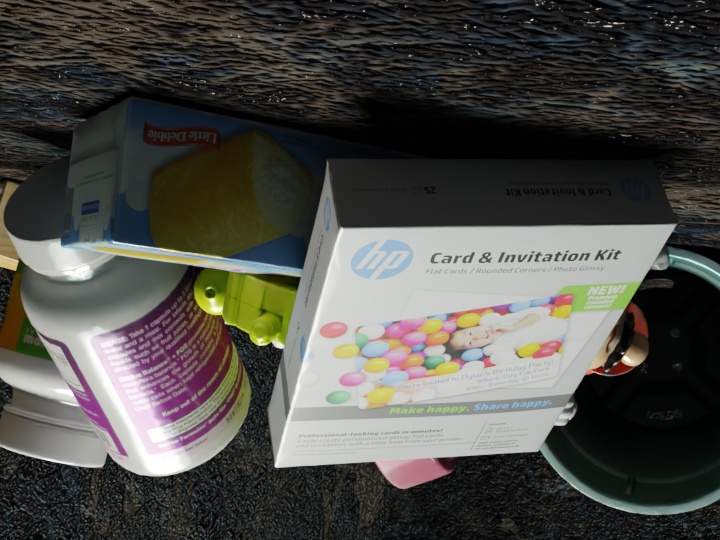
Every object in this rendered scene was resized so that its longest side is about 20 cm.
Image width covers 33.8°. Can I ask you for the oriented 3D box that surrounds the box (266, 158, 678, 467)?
[{"bbox_3d":[0.043,0.027,0.574,0.153,0.042,0.201,-1,142,-15],"label":"box"}]

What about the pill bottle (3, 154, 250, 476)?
[{"bbox_3d":[-0.148,0.028,0.758,0.110,0.113,0.202,5,135,25],"label":"pill bottle"}]

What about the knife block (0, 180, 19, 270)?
[{"bbox_3d":[-0.253,-0.019,1.055,0.173,0.065,0.199,21,170,-27],"label":"knife block"}]

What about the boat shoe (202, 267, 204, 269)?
[{"bbox_3d":[-0.112,0.014,0.934,0.059,0.075,0.200,21,-168,3],"label":"boat shoe"}]

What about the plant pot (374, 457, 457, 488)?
[{"bbox_3d":[0.087,0.075,1.088,0.176,0.203,0.200,-21,170,12],"label":"plant pot"}]

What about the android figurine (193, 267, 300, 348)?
[{"bbox_3d":[-0.011,0.023,0.721,0.179,0.042,0.200,13,-170,9],"label":"android figurine"}]

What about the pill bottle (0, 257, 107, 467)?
[{"bbox_3d":[-0.208,0.037,0.882,0.109,0.204,0.111,12,175,1],"label":"pill bottle"}]

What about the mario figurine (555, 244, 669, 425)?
[{"bbox_3d":[0.161,0.035,0.791,0.122,0.107,0.200,-27,163,12],"label":"mario figurine"}]

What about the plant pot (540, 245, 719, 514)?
[{"bbox_3d":[0.244,0.077,0.978,0.197,0.204,0.196,6,-176,17],"label":"plant pot"}]

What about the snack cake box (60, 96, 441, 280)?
[{"bbox_3d":[-0.043,-0.032,0.607,0.197,0.069,0.115,8,176,-26],"label":"snack cake box"}]
